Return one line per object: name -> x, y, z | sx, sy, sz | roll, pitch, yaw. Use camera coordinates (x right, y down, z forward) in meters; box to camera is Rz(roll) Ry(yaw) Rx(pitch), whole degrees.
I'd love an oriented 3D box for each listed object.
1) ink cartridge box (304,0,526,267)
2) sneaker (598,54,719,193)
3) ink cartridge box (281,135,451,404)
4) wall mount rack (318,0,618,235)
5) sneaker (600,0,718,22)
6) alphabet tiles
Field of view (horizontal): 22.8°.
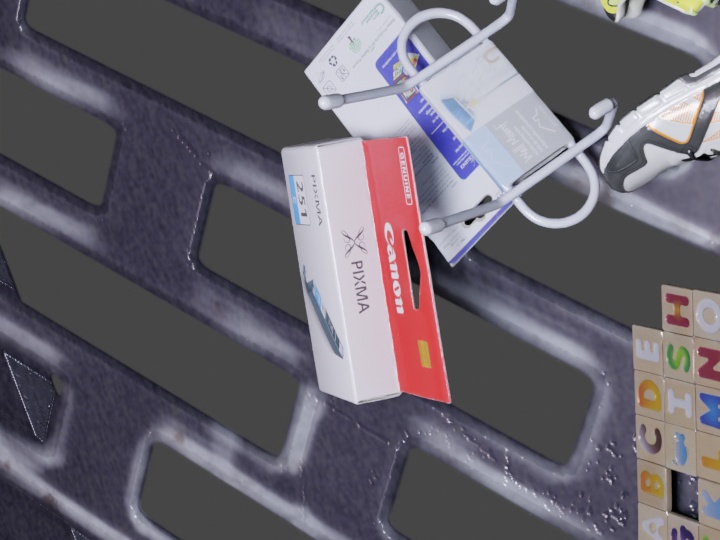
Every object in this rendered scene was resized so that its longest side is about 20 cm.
ink cartridge box -> 0.049, -0.110, 1.346 | 0.099, 0.039, 0.200 | -46, 71, 33
sneaker -> 0.243, -0.101, 1.184 | 0.200, 0.074, 0.080 | -38, 79, 36
ink cartridge box -> 0.000, 0.000, 1.346 | 0.176, 0.045, 0.200 | -174, 73, -70
wall mount rack -> 0.076, -0.106, 1.255 | 0.200, 0.174, 0.075 | 52, 167, 16
sneaker -> 0.237, -0.211, 1.175 | 0.200, 0.075, 0.076 | 0, 107, 47
alphabet tiles -> 0.243, 0.113, 1.226 | 0.167, 0.008, 0.200 | 12, 108, 59
